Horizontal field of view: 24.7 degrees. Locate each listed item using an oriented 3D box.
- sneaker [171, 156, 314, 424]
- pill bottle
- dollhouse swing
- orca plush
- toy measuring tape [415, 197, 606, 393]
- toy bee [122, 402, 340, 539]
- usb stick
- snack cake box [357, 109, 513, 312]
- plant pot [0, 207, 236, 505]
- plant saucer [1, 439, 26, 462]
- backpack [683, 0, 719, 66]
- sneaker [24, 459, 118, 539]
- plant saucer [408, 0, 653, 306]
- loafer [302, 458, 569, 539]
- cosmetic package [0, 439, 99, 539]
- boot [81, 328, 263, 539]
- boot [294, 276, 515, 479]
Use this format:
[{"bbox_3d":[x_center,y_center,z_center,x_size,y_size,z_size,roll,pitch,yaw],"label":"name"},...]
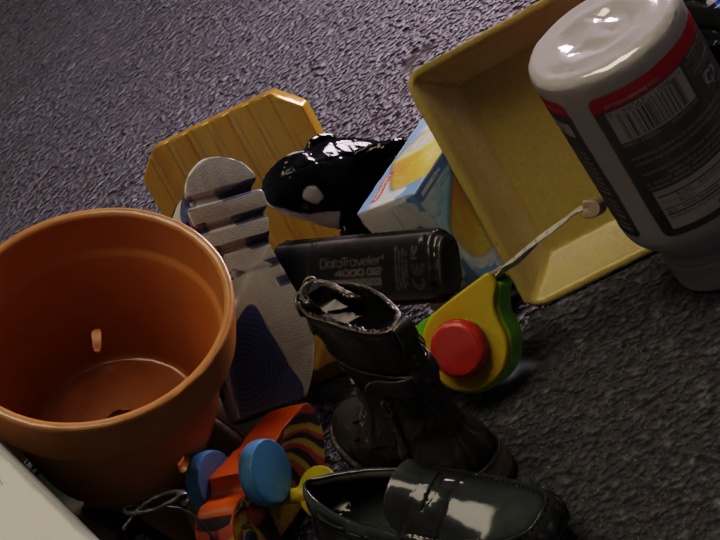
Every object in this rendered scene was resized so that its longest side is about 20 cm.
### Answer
[{"bbox_3d":[-0.102,0.019,1.286,0.080,0.200,0.115,-12,-6,-24],"label":"sneaker"},{"bbox_3d":[0.204,-0.084,1.098,0.110,0.200,0.111,-27,29,17],"label":"pill bottle"},{"bbox_3d":[-0.093,-0.016,1.365,0.199,0.176,0.182,-21,31,25],"label":"dollhouse swing"},{"bbox_3d":[0.022,-0.072,1.312,0.071,0.199,0.106,-42,41,45],"label":"orca plush"},{"bbox_3d":[0.107,0.031,1.158,0.200,0.074,0.074,-38,25,23],"label":"toy measuring tape"},{"bbox_3d":[-0.086,0.177,1.166,0.199,0.109,0.131,-25,10,-36],"label":"toy bee"},{"bbox_3d":[0.000,0.000,1.234,0.032,0.056,0.200,-1,-2,-40],"label":"usb stick"},{"bbox_3d":[0.093,-0.072,1.284,0.067,0.115,0.200,-19,29,45],"label":"snack cake box"},{"bbox_3d":[-0.181,0.074,1.184,0.199,0.140,0.201,-3,49,3],"label":"plant pot"},{"bbox_3d":[-0.307,0.146,1.268,0.200,0.032,0.200,-50,-13,-16],"label":"plant saucer"},{"bbox_3d":[0.278,-0.207,1.244,0.168,0.163,0.200,-36,27,-6],"label":"backpack"},{"bbox_3d":[-0.257,0.207,1.321,0.118,0.074,0.200,4,39,44],"label":"sneaker"},{"bbox_3d":[0.166,-0.104,1.203,0.199,0.201,0.048,-27,9,17],"label":"plant saucer"},{"bbox_3d":[0.042,0.157,1.057,0.200,0.070,0.068,-8,40,43],"label":"loafer"},{"bbox_3d":[-0.263,0.220,1.131,0.200,0.168,0.166,36,74,32],"label":"cosmetic package"},{"bbox_3d":[-0.177,0.131,1.281,0.199,0.077,0.156,23,56,11],"label":"boot"},{"bbox_3d":[0.010,0.069,1.117,0.069,0.174,0.200,-49,30,-22],"label":"boot"}]
